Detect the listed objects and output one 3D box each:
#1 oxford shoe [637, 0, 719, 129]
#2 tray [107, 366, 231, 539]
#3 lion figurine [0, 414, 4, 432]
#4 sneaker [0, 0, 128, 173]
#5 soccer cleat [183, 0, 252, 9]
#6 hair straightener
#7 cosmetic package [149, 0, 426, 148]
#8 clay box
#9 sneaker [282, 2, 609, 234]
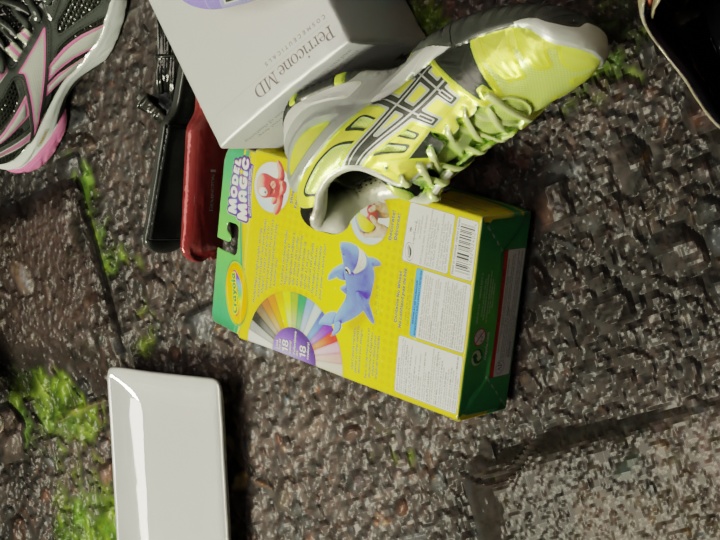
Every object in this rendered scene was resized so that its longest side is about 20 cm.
[{"bbox_3d":[0.158,-0.152,0.977,0.070,0.075,0.200,-43,67,41],"label":"oxford shoe"},{"bbox_3d":[-0.115,0.162,1.318,0.107,0.022,0.201,4,99,42],"label":"tray"},{"bbox_3d":[-0.292,0.030,1.427,0.122,0.072,0.201,-139,43,-72],"label":"lion figurine"},{"bbox_3d":[-0.217,-0.142,1.321,0.080,0.086,0.200,40,121,29],"label":"sneaker"},{"bbox_3d":[-0.036,-0.191,1.052,0.200,0.076,0.067,-21,80,36],"label":"soccer cleat"},{"bbox_3d":[-0.117,-0.108,1.264,0.077,0.041,0.201,9,102,41],"label":"hair straightener"},{"bbox_3d":[-0.061,-0.179,1.168,0.113,0.081,0.200,-38,70,31],"label":"cosmetic package"},{"bbox_3d":[0.000,0.000,1.168,0.200,0.048,0.115,20,109,41],"label":"clay box"},{"bbox_3d":[0.046,-0.075,1.075,0.200,0.075,0.077,-23,58,36],"label":"sneaker"}]
